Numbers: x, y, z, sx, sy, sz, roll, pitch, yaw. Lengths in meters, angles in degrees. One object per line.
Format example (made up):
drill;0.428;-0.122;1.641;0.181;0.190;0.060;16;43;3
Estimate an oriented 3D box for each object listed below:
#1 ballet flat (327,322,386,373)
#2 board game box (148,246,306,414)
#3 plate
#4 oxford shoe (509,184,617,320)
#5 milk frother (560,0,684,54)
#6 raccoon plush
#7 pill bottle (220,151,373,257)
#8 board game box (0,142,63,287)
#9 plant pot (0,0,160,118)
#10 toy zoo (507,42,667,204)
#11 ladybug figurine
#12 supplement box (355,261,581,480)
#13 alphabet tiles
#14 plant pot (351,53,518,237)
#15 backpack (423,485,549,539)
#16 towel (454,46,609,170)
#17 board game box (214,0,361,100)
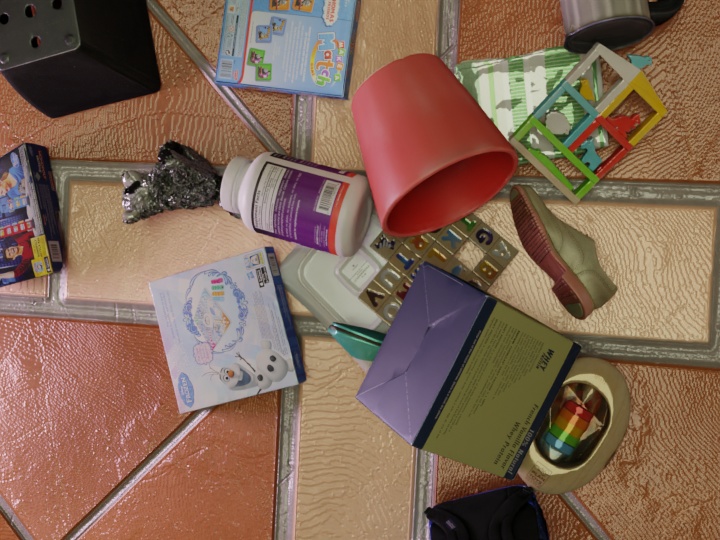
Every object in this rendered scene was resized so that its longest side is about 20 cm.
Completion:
ballet flat;0.047;0.123;1.258;0.196;0.067;0.072;11;96;-6
board game box;-0.195;0.088;1.335;0.196;0.043;0.204;-15;87;16
plate;0.000;0.000;1.303;0.200;0.032;0.200;43;99;10
oxford shoe;0.272;-0.035;1.236;0.073;0.071;0.202;-28;84;-14
milk frother;0.334;-0.401;1.136;0.177;0.200;0.192;-8;82;3
raccoon plush;-0.260;-0.091;1.334;0.199;0.097;0.135;40;106;9
pill bottle;-0.087;-0.095;1.251;0.197;0.112;0.114;16;94;14
board game box;-0.566;-0.072;1.413;0.196;0.062;0.204;-13;88;13
plant pot;-0.431;-0.353;1.322;0.196;0.177;0.203;-11;88;13
toy zoo;0.308;-0.203;1.201;0.131;0.021;0.200;40;109;-12
ladybug figurine;0.279;0.207;1.222;0.135;0.072;0.201;35;97;10
supplement box;0.139;0.130;1.166;0.134;0.198;0.202;32;95;52
alphabet tiles;0.095;-0.005;1.259;0.167;0.008;0.201;39;77;9
plant pot;0.084;-0.172;1.209;0.198;0.200;0.179;-28;70;11
backpack;0.183;0.405;1.171;0.160;0.201;0.169;-21;117;14
towel;0.234;-0.226;1.254;0.196;0.023;0.156;-7;90;12
board game box;-0.105;-0.335;1.321;0.196;0.037;0.154;9;93;13
